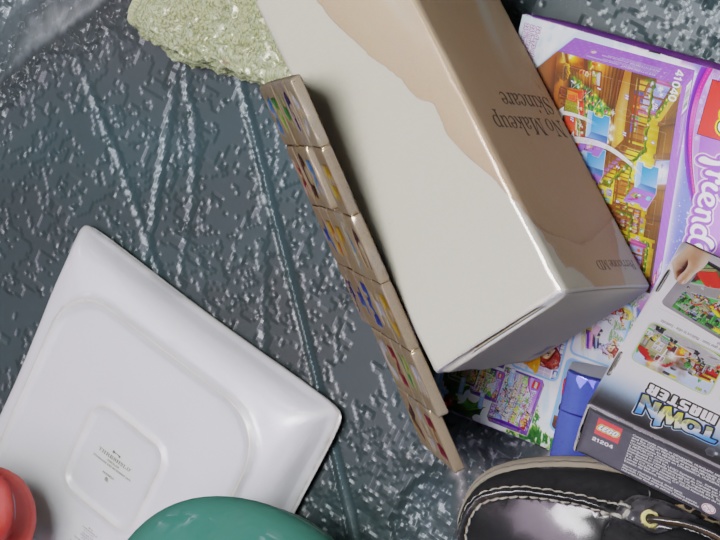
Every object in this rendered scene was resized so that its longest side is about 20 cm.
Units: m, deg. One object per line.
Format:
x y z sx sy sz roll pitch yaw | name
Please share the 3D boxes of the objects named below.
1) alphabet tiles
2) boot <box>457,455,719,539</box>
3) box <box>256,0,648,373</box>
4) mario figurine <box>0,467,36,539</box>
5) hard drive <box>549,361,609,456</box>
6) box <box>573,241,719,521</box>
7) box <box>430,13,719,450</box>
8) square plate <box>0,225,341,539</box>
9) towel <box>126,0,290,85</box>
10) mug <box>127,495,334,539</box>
0.000 0.000 1.038 0.008 0.167 0.200 -24 96 -6 | alphabet tiles
0.118 0.148 0.877 0.200 0.151 0.073 21 112 13 | boot
0.042 -0.058 0.999 0.078 0.095 0.200 -34 75 28 | box
-0.232 0.157 1.217 0.123 0.106 0.200 37 144 -11 | mario figurine
0.141 0.153 0.997 0.132 0.025 0.200 13 106 11 | hard drive
0.204 0.073 0.917 0.200 0.110 0.035 26 142 13 | box
0.118 -0.009 1.030 0.137 0.039 0.200 21 102 29 | box
-0.128 0.108 1.190 0.200 0.028 0.198 35 108 26 | square plate
-0.028 -0.160 1.116 0.200 0.036 0.149 21 103 29 | towel
-0.051 0.198 1.090 0.152 0.114 0.185 -23 117 45 | mug
